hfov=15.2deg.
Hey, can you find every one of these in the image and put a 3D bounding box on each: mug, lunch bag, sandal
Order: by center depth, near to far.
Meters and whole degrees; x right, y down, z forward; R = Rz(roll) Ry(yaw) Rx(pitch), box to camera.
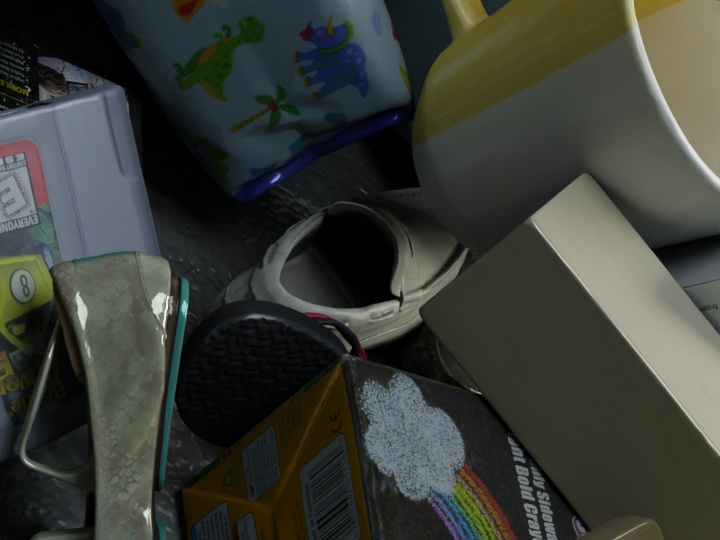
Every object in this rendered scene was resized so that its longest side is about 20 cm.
[{"bbox_3d":[-0.025,0.050,1.177,0.200,0.075,0.045,36,30,-58],"label":"sandal"},{"bbox_3d":[0.105,-0.087,1.225,0.149,0.153,0.188,20,56,-43],"label":"mug"},{"bbox_3d":[-0.064,-0.164,1.267,0.170,0.127,0.200,59,7,-42],"label":"lunch bag"}]

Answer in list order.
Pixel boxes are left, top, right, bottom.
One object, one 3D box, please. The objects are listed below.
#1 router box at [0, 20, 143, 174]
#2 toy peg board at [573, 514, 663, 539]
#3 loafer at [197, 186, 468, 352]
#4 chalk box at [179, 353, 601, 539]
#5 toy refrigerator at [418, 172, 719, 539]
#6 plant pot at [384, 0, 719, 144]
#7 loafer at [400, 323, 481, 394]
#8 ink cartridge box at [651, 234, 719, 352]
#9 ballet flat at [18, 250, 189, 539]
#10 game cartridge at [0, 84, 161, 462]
[{"bbox_3d":[-0.184,-0.047,1.140,0.199,0.051,0.150,22,46,-33],"label":"router box"},{"bbox_3d":[0.085,0.228,1.038,0.199,0.098,0.200,-23,106,-32],"label":"toy peg board"},{"bbox_3d":[0.000,0.000,1.272,0.070,0.070,0.200,46,36,6],"label":"loafer"},{"bbox_3d":[0.041,0.138,1.162,0.199,0.124,0.125,19,46,-36],"label":"chalk box"},{"bbox_3d":[0.124,0.064,1.146,0.200,0.076,0.070,50,36,1],"label":"toy refrigerator"},{"bbox_3d":[0.146,-0.105,1.370,0.196,0.196,0.200,1,43,-45],"label":"plant pot"},{"bbox_3d":[0.101,0.033,1.348,0.199,0.072,0.073,-10,68,-48],"label":"loafer"},{"bbox_3d":[0.203,0.069,1.235,0.146,0.082,0.201,-38,109,-48],"label":"ink cartridge box"},{"bbox_3d":[-0.105,0.092,1.062,0.062,0.067,0.201,3,91,-11],"label":"ballet flat"},{"bbox_3d":[-0.164,0.011,1.063,0.199,0.041,0.134,-18,103,-36],"label":"game cartridge"}]
